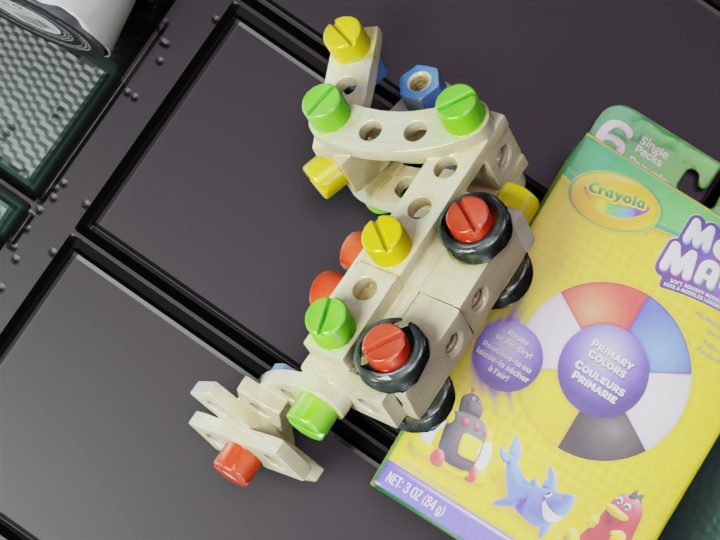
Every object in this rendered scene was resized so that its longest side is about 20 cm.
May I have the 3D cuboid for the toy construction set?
[{"bbox_3d":[0.000,0.000,0.857,0.131,0.092,0.201,22,83,33],"label":"toy construction set"}]

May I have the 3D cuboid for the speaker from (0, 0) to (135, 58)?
[{"bbox_3d":[-0.099,-0.198,0.896,0.081,0.081,0.201,24,84,2],"label":"speaker"}]

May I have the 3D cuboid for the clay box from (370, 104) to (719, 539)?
[{"bbox_3d":[0.104,0.035,0.887,0.114,0.048,0.201,31,84,3],"label":"clay box"}]
